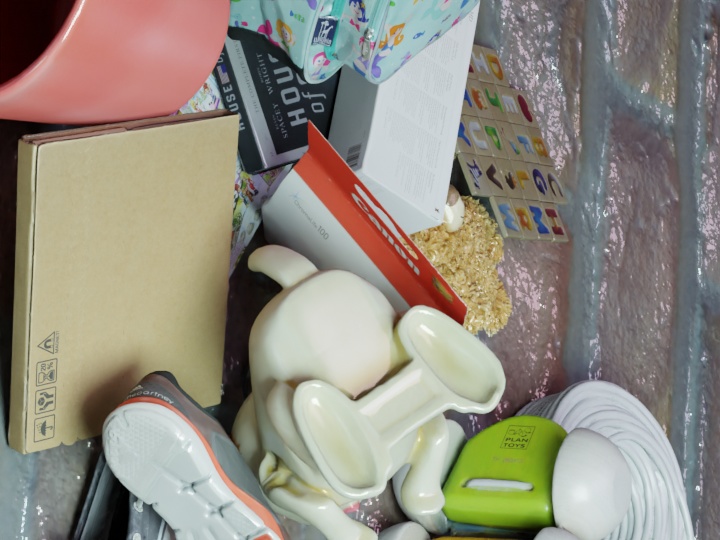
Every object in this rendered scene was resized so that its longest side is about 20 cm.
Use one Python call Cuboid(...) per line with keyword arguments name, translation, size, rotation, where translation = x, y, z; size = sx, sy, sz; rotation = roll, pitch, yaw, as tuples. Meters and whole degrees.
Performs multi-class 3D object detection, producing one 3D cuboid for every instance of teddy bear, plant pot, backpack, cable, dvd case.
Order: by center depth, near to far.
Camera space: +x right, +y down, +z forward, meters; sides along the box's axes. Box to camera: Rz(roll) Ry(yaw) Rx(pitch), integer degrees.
Cuboid(name="plant pot", translation=(-0.185, -0.174, 1.488), size=(0.177, 0.200, 0.202), rotation=(20, 66, -57))
Cuboid(name="backpack", translation=(0.005, -0.233, 1.579), size=(0.177, 0.150, 0.201), rotation=(-41, 148, -42))
Cuboid(name="dvd case", translation=(-0.031, -0.159, 1.710), size=(0.200, 0.025, 0.151), rotation=(-21, 94, -49))
Cuboid(name="teddy bear", translation=(0.069, -0.023, 1.800), size=(0.200, 0.066, 0.146), rotation=(53, 36, -47))
Cuboid(name="cable", translation=(0.183, 0.188, 1.904), size=(0.199, 0.069, 0.201), rotation=(5, 76, -48))

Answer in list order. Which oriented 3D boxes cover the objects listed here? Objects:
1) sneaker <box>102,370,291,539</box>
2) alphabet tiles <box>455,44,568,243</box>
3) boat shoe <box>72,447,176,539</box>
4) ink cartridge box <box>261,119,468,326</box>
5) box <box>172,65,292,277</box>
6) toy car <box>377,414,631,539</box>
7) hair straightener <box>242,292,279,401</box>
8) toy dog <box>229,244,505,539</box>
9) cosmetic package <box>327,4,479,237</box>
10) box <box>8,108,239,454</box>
Cuboid(name="sneaker", translation=(-0.084, 0.143, 1.521), size=(0.200, 0.077, 0.082), rotation=(60, 24, -23))
Cuboid(name="alphabet tiles", translation=(0.108, -0.100, 1.877), size=(0.200, 0.006, 0.167), rotation=(2, 65, -65))
Cuboid(name="boat shoe", translation=(-0.158, 0.194, 1.505), size=(0.068, 0.072, 0.201), rotation=(43, 49, -37))
Cuboid(name="ink cartridge box", translation=(0.000, 0.000, 1.594), size=(0.057, 0.200, 0.163), rotation=(-40, 80, -5))
Cuboid(name="box", translation=(-0.120, -0.074, 1.639), size=(0.137, 0.039, 0.200), rotation=(52, 47, -28))
Cuboid(name="toy car", translation=(0.107, 0.206, 1.740), size=(0.150, 0.174, 0.201), rotation=(59, 41, -44))
Cuboid(name="hair straightener", translation=(-0.045, 0.049, 1.705), size=(0.077, 0.041, 0.200), rotation=(52, 51, -23))
Cuboid(name="toy dog", translation=(-0.029, 0.096, 1.557), size=(0.194, 0.200, 0.140), rotation=(42, 61, 8))
Cuboid(name="cosmetic package", translation=(0.029, -0.131, 1.709), size=(0.082, 0.051, 0.201), rotation=(31, 56, -33))
Cuboid(name="box", translation=(-0.147, 0.005, 1.528), size=(0.163, 0.021, 0.201), rotation=(-12, 114, -43))
